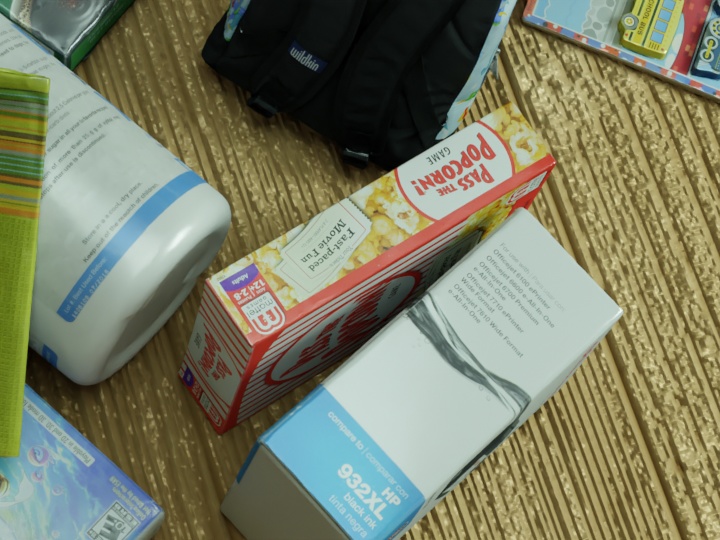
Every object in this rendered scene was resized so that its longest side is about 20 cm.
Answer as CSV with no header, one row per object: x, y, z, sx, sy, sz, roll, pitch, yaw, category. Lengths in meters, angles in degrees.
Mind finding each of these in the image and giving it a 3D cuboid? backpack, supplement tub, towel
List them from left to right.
-0.209,-0.006,1.191,0.086,0.018,0.201,7,96,11,towel
-0.182,-0.045,1.258,0.200,0.132,0.132,40,67,5,supplement tub
0.020,-0.174,1.310,0.163,0.200,0.154,28,56,2,backpack

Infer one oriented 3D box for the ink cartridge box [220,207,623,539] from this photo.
0.031,0.077,1.243,0.200,0.145,0.084,-41,81,-22,ink cartridge box

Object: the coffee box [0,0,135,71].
-0.218,-0.215,1.364,0.200,0.044,0.123,37,68,5,coffee box

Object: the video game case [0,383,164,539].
-0.237,0.130,1.226,0.200,0.045,0.181,41,68,6,video game case

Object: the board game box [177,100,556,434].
0.000,0.000,1.264,0.200,0.152,0.046,-31,77,-19,board game box

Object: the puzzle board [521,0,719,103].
0.201,-0.213,1.459,0.150,0.017,0.201,22,66,-2,puzzle board
